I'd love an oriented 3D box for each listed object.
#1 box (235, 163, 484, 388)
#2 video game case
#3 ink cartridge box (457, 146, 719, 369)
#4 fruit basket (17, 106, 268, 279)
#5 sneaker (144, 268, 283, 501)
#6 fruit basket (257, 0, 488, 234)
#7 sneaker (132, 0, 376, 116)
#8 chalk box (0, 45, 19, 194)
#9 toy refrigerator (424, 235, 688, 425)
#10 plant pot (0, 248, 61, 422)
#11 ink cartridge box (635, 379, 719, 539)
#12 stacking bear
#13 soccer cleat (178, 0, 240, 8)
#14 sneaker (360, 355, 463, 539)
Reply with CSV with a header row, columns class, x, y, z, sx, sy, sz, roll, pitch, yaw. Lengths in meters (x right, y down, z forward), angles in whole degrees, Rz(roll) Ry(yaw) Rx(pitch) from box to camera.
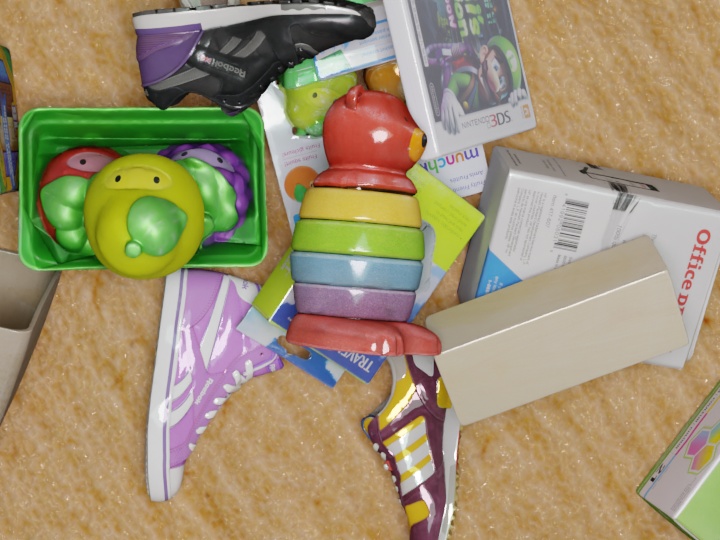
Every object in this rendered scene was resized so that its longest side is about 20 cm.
class,x,y,z,sx,sy,sz,roll,pitch,yaw
box,0.000,0.000,1.221,0.122,0.048,0.201,34,91,-31
video game case,0.079,-0.204,1.209,0.023,0.181,0.202,-10,96,34
ink cartridge box,0.199,-0.011,1.253,0.198,0.084,0.147,11,108,-8
fruit basket,-0.173,-0.059,1.153,0.213,0.216,0.157,-1,78,-7
sneaker,-0.125,0.104,1.246,0.113,0.073,0.203,9,93,-10
fruit basket,0.006,-0.140,1.234,0.183,0.094,0.202,-15,99,-6
sneaker,-0.081,-0.169,1.154,0.198,0.076,0.089,-2,100,15
chalk box,-0.342,-0.115,1.139,0.123,0.200,0.125,-6,94,-6
toy refrigerator,0.159,0.048,1.193,0.198,0.070,0.076,-21,118,5
plant pot,-0.365,0.081,1.164,0.198,0.200,0.179,13,105,-7
ink cartridge box,0.335,0.174,1.237,0.076,0.200,0.148,38,89,-7
stacking bear,0.004,-0.040,1.125,0.113,0.121,0.202,5,90,26
soccer cleat,-0.158,-0.291,1.211,0.069,0.078,0.201,-30,96,-4
sneaker,0.042,0.162,1.272,0.089,0.075,0.202,6,86,-2
